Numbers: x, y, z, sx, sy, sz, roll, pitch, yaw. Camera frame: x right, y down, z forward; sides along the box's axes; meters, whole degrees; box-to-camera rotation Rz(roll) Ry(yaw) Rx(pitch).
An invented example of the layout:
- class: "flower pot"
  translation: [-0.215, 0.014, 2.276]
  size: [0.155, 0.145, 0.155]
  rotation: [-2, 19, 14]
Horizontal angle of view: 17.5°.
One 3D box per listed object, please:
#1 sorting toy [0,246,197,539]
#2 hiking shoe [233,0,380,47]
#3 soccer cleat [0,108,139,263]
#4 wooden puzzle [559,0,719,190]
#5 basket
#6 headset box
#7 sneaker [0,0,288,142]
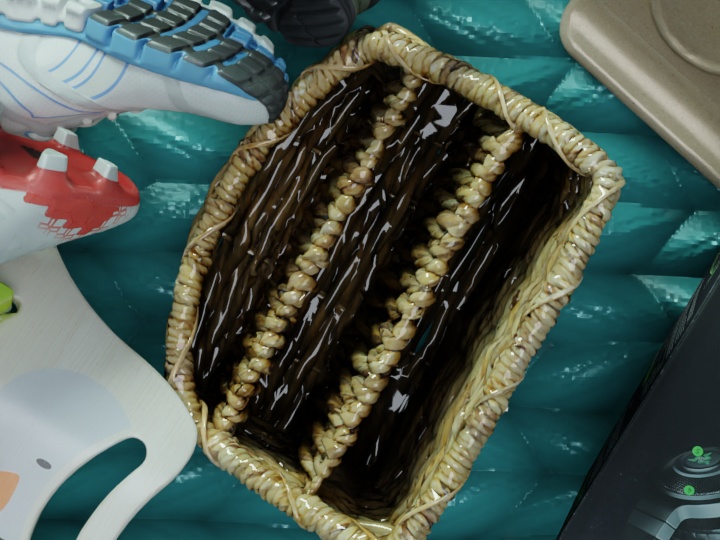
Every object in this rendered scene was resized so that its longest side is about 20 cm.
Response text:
- class: "sorting toy"
  translation: [-0.170, 0.074, 0.994]
  size: [0.180, 0.107, 0.200]
  rotation: [30, 97, 7]
- class: "hiking shoe"
  translation: [-0.049, -0.191, 1.003]
  size: [0.101, 0.076, 0.200]
  rotation: [-38, 88, -29]
- class: "soccer cleat"
  translation: [-0.180, -0.016, 0.932]
  size: [0.200, 0.069, 0.085]
  rotation: [-3, 116, -41]
- class: "wooden puzzle"
  translation: [0.209, -0.108, 0.999]
  size: [0.185, 0.046, 0.200]
  rotation: [41, 135, -4]
- class: "basket"
  translation: [0.000, 0.000, 0.993]
  size: [0.142, 0.149, 0.200]
  rotation: [29, 97, -9]
- class: "headset box"
  translation: [0.203, 0.083, 1.010]
  size: [0.174, 0.093, 0.200]
  rotation: [30, 113, 5]
- class: "sneaker"
  translation: [-0.126, -0.084, 1.003]
  size: [0.199, 0.075, 0.087]
  rotation: [17, 112, 15]
